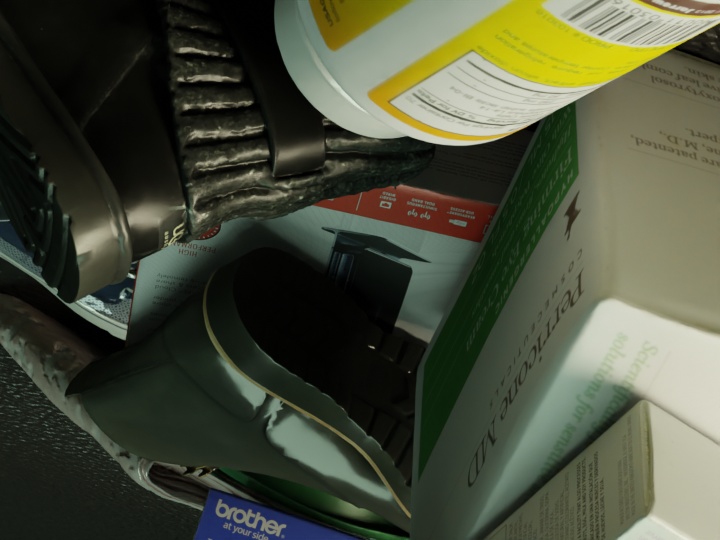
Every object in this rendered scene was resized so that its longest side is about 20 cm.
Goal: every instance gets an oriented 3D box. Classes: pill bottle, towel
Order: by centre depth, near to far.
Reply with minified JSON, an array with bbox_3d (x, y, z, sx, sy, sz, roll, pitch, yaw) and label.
[{"bbox_3d":[0.050,-0.106,0.646,0.109,0.110,0.200,22,157,-23],"label":"pill bottle"},{"bbox_3d":[-0.116,0.099,1.231,0.191,0.032,0.200,36,180,-44],"label":"towel"}]

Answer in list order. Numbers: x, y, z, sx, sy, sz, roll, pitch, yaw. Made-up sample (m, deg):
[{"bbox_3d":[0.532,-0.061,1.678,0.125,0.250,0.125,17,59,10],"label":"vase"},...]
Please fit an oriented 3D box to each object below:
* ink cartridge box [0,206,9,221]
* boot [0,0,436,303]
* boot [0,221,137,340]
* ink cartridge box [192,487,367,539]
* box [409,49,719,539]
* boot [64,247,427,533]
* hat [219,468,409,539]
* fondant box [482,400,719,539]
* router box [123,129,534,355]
[{"bbox_3d":[-0.137,-0.072,0.858,0.199,0.100,0.039,-3,-168,32],"label":"ink cartridge box"},{"bbox_3d":[-0.080,-0.100,0.763,0.157,0.212,0.079,-25,168,-23],"label":"boot"},{"bbox_3d":[-0.122,-0.019,1.008,0.199,0.073,0.090,26,161,-27],"label":"boot"},{"bbox_3d":[-0.029,0.149,1.048,0.093,0.045,0.200,18,173,5],"label":"ink cartridge box"},{"bbox_3d":[0.140,0.053,0.806,0.198,0.172,0.200,17,128,-11],"label":"box"},{"bbox_3d":[-0.025,0.080,0.955,0.138,0.078,0.200,-27,116,41],"label":"boot"},{"bbox_3d":[0.015,0.040,1.152,0.199,0.177,0.165,26,-168,18],"label":"hat"},{"bbox_3d":[0.092,0.153,0.743,0.144,0.058,0.200,31,126,-19],"label":"fondant box"},{"bbox_3d":[0.000,0.000,0.940,0.198,0.049,0.180,12,140,-4],"label":"router box"}]
